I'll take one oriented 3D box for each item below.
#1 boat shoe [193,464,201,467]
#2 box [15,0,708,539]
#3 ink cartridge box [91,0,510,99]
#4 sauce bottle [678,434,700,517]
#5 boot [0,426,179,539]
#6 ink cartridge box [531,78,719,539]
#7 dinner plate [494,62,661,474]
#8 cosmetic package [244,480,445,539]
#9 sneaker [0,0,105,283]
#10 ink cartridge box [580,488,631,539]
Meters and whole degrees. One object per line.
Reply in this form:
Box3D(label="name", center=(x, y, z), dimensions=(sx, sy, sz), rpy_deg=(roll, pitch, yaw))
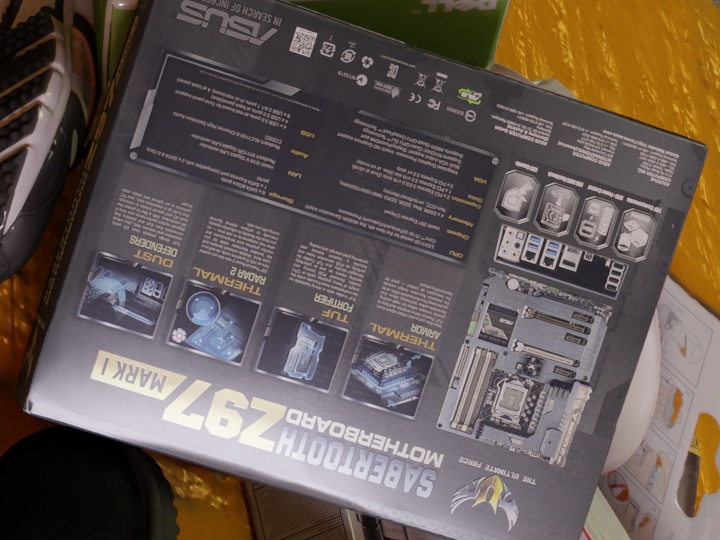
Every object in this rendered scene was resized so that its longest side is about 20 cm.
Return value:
Box3D(label="boat shoe", center=(-0.036, 0.042, 1.065), dimensions=(0.200, 0.071, 0.065), rpy_deg=(32, 37, -65))
Box3D(label="box", center=(0.000, 0.000, 0.889), dimensions=(0.200, 0.158, 0.051), rpy_deg=(17, 3, -11))
Box3D(label="ink cartridge box", center=(-0.018, -0.080, 0.936), dimensions=(0.076, 0.148, 0.200), rpy_deg=(103, -19, -61))
Box3D(label="sauce bottle", center=(0.145, 0.087, 1.368), dimensions=(0.066, 0.066, 0.200), rpy_deg=(27, 46, -53))
Box3D(label="boot", center=(-0.138, 0.093, 0.809), dimensions=(0.158, 0.079, 0.211), rpy_deg=(50, 31, -31))
Box3D(label="ink cartridge box", center=(0.119, 0.033, 1.185), dimensions=(0.047, 0.160, 0.200), rpy_deg=(-22, 50, -30))
Box3D(label="dinner plate", center=(0.066, 0.003, 1.184), dimensions=(0.024, 0.200, 0.200), rpy_deg=(-21, 87, -29))
Box3D(label="cosmetic package", center=(0.032, 0.134, 1.132), dimensions=(0.200, 0.051, 0.083), rpy_deg=(19, 54, -57))
Box3D(label="sneaker", center=(-0.118, -0.064, 0.984), dimensions=(0.080, 0.074, 0.200), rpy_deg=(50, 31, -35))
Box3D(label="ink cartridge box", center=(0.058, 0.072, 1.080), dimensions=(0.200, 0.044, 0.174), rpy_deg=(58, 7, 20))
